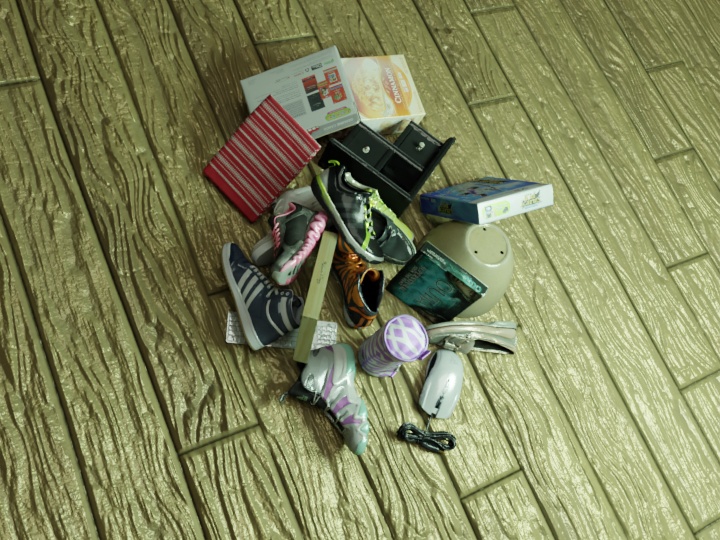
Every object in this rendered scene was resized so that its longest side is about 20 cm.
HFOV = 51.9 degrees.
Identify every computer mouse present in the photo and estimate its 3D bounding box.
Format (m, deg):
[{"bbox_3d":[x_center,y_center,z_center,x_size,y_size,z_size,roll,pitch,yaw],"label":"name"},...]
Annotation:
[{"bbox_3d":[0.143,0.228,1.352,0.110,0.044,0.200,23,62,-7],"label":"computer mouse"}]

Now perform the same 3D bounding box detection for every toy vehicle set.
[{"bbox_3d":[-0.078,0.044,1.282,0.026,0.124,0.200,13,48,-3],"label":"toy vehicle set"}]

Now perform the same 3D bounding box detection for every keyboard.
[{"bbox_3d":[-0.139,0.111,1.324,0.200,0.011,0.056,7,65,-16],"label":"keyboard"}]

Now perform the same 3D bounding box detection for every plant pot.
[{"bbox_3d":[0.219,-0.024,1.440,0.200,0.134,0.201,8,64,-17],"label":"plant pot"}]

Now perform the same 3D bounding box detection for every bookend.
[{"bbox_3d":[0.056,-0.240,1.502,0.199,0.092,0.200,37,60,0],"label":"bookend"}]

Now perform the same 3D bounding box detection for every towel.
[{"bbox_3d":[-0.185,-0.204,1.371,0.145,0.022,0.200,46,104,5],"label":"towel"}]

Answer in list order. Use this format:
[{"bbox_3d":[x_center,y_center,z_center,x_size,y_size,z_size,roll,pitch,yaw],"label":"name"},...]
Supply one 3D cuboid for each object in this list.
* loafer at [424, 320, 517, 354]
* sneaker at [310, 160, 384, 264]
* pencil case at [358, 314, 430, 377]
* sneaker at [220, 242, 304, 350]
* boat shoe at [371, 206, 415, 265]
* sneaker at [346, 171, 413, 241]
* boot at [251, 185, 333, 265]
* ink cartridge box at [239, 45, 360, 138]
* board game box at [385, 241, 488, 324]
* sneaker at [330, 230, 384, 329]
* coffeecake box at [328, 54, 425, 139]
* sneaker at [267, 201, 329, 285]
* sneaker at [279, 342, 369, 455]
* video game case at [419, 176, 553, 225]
[{"bbox_3d":[0.214,0.131,1.407,0.200,0.072,0.063,0,70,-23],"label":"loafer"},{"bbox_3d":[-0.007,-0.103,1.306,0.083,0.072,0.200,-35,96,15],"label":"sneaker"},{"bbox_3d":[0.054,0.136,1.279,0.084,0.200,0.086,-36,84,-18],"label":"pencil case"},{"bbox_3d":[-0.167,0.028,1.284,0.108,0.070,0.200,-23,72,9],"label":"sneaker"},{"bbox_3d":[0.027,-0.075,1.386,0.075,0.066,0.199,-45,102,2],"label":"boat shoe"},{"bbox_3d":[0.020,-0.113,1.438,0.200,0.076,0.075,33,49,-5],"label":"sneaker"},{"bbox_3d":[-0.144,-0.088,1.385,0.200,0.074,0.096,-32,74,-36],"label":"boot"},{"bbox_3d":[-0.110,-0.311,1.435,0.200,0.084,0.176,-19,72,4],"label":"ink cartridge box"},{"bbox_3d":[0.134,0.032,1.347,0.135,0.200,0.028,36,64,-1],"label":"board game box"},{"bbox_3d":[0.000,0.000,1.364,0.077,0.112,0.200,-10,70,-23],"label":"sneaker"},{"bbox_3d":[0.013,-0.366,1.554,0.200,0.073,0.154,-11,72,-23],"label":"coffeecake box"},{"bbox_3d":[-0.126,-0.053,1.279,0.095,0.079,0.200,30,38,-2],"label":"sneaker"},{"bbox_3d":[-0.069,0.225,1.267,0.140,0.078,0.200,-4,59,-19],"label":"sneaker"},{"bbox_3d":[0.247,-0.143,1.472,0.181,0.200,0.046,-15,108,-25],"label":"video game case"}]
